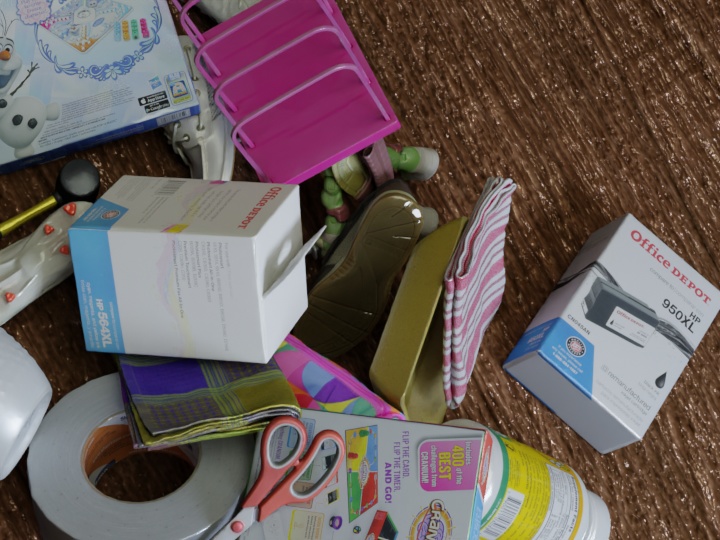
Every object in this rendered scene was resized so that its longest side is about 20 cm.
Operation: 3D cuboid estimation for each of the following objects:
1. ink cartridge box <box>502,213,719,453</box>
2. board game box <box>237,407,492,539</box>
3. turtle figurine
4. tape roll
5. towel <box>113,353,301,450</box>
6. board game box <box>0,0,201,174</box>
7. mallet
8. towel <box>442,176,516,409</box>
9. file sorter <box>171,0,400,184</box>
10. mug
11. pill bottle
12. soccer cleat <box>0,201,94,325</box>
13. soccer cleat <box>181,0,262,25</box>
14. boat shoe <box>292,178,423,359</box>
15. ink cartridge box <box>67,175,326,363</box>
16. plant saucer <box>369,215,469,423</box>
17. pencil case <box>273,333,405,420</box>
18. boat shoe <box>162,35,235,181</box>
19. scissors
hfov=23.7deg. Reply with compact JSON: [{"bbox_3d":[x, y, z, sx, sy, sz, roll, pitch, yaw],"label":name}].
[{"bbox_3d":[0.265,0.064,1.778,0.145,0.084,0.200,40,63,-7],"label":"ink cartridge box"},{"bbox_3d":[0.002,0.200,1.450,0.199,0.040,0.153,6,73,14],"label":"board game box"},{"bbox_3d":[-0.025,-0.088,1.711,0.194,0.200,0.144,14,38,-42],"label":"turtle figurine"},{"bbox_3d":[-0.190,0.181,1.510,0.200,0.066,0.201,0,47,0],"label":"tape roll"},{"bbox_3d":[-0.138,0.096,1.498,0.143,0.200,0.023,-10,115,-10],"label":"towel"},{"bbox_3d":[-0.276,-0.215,1.629,0.199,0.043,0.200,-17,81,-6],"label":"board game box"},{"bbox_3d":[-0.325,-0.042,1.576,0.200,0.066,0.041,-32,85,-27],"label":"mallet"},{"bbox_3d":[0.114,0.023,1.660,0.030,0.200,0.147,14,50,15],"label":"towel"},{"bbox_3d":[-0.078,-0.201,1.575,0.139,0.125,0.200,-29,60,4],"label":"file sorter"},{"bbox_3d":[-0.371,0.120,1.462,0.175,0.148,0.200,28,106,1],"label":"mug"},{"bbox_3d":[0.147,0.223,1.641,0.200,0.113,0.113,27,63,-38],"label":"pill bottle"},{"bbox_3d":[-0.316,0.007,1.568,0.200,0.078,0.069,-34,83,-8],"label":"soccer cleat"},{"bbox_3d":[-0.121,-0.267,1.718,0.069,0.085,0.200,-38,92,-30],"label":"soccer cleat"},{"bbox_3d":[0.000,0.000,1.652,0.073,0.200,0.065,30,26,-12],"label":"boat shoe"},{"bbox_3d":[-0.138,-0.002,1.534,0.199,0.126,0.129,4,25,16],"label":"ink cartridge box"},{"bbox_3d":[0.059,0.071,1.652,0.048,0.200,0.200,14,66,15],"label":"plant saucer"},{"bbox_3d":[-0.047,0.114,1.579,0.088,0.089,0.200,-34,51,-27],"label":"pencil case"},{"bbox_3d":[-0.162,-0.139,1.675,0.069,0.071,0.201,7,63,-20],"label":"boat shoe"},{"bbox_3d":[-0.089,0.208,1.430,0.073,0.014,0.200,33,94,-18],"label":"scissors"}]
